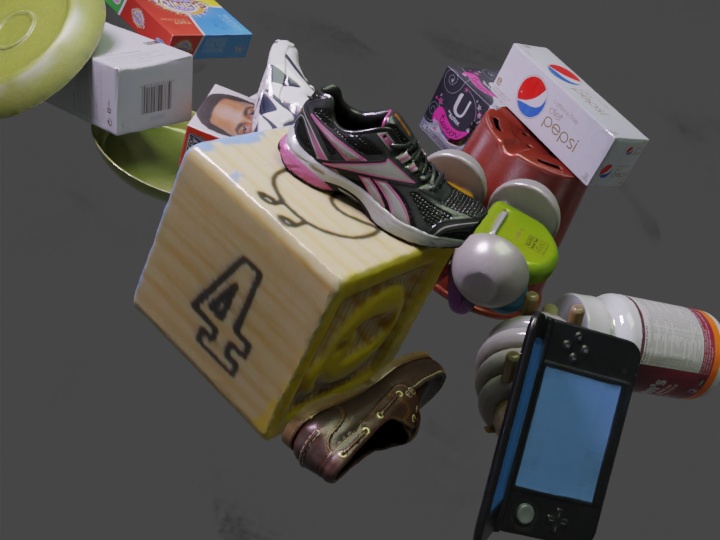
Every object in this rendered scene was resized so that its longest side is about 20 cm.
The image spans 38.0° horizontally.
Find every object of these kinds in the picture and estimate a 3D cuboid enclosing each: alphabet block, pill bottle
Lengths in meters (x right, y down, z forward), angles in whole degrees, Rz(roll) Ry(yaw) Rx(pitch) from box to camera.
[{"bbox_3d":[-0.064,0.002,0.988,0.200,0.198,0.195,40,36,21],"label":"alphabet block"},{"bbox_3d":[0.320,0.087,1.224,0.198,0.110,0.110,10,35,-23],"label":"pill bottle"}]

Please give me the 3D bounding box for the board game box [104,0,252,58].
[{"bbox_3d":[-0.277,-0.380,1.532,0.152,0.041,0.200,-15,50,-47],"label":"board game box"}]

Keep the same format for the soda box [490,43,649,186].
[{"bbox_3d":[0.241,-0.184,1.224,0.063,0.069,0.200,-2,42,-38],"label":"soda box"}]

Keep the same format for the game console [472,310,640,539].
[{"bbox_3d":[0.178,0.148,0.923,0.174,0.202,0.116,16,-1,-18],"label":"game console"}]

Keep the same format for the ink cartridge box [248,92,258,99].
[{"bbox_3d":[-0.068,-0.149,1.342,0.200,0.057,0.163,48,22,-4],"label":"ink cartridge box"}]

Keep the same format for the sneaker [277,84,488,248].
[{"bbox_3d":[0.026,-0.094,0.925,0.198,0.087,0.081,25,33,-4],"label":"sneaker"}]

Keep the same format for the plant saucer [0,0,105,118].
[{"bbox_3d":[-0.376,-0.257,1.157,0.201,0.199,0.031,55,1,38],"label":"plant saucer"}]

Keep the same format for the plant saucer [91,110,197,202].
[{"bbox_3d":[-0.220,-0.133,1.226,0.198,0.031,0.201,19,33,-13],"label":"plant saucer"}]

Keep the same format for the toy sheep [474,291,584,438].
[{"bbox_3d":[0.181,0.103,1.075,0.137,0.138,0.201,29,47,4],"label":"toy sheep"}]

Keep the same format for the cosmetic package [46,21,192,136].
[{"bbox_3d":[-0.296,-0.228,1.204,0.199,0.082,0.112,27,32,33],"label":"cosmetic package"}]

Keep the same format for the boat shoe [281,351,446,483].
[{"bbox_3d":[0.018,0.139,0.970,0.070,0.071,0.199,36,41,28],"label":"boat shoe"}]

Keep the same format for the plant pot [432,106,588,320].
[{"bbox_3d":[0.176,-0.080,1.279,0.199,0.196,0.202,18,32,-12],"label":"plant pot"}]

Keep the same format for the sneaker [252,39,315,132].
[{"bbox_3d":[-0.051,-0.169,1.160,0.128,0.080,0.200,14,42,-13],"label":"sneaker"}]

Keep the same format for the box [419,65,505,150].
[{"bbox_3d":[0.206,-0.204,1.557,0.131,0.115,0.200,-5,43,-40],"label":"box"}]

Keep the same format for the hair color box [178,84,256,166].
[{"bbox_3d":[-0.098,-0.133,1.206,0.198,0.062,0.102,21,40,-1],"label":"hair color box"}]

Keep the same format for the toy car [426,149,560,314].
[{"bbox_3d":[0.113,-0.023,1.138,0.198,0.151,0.175,23,41,13],"label":"toy car"}]
